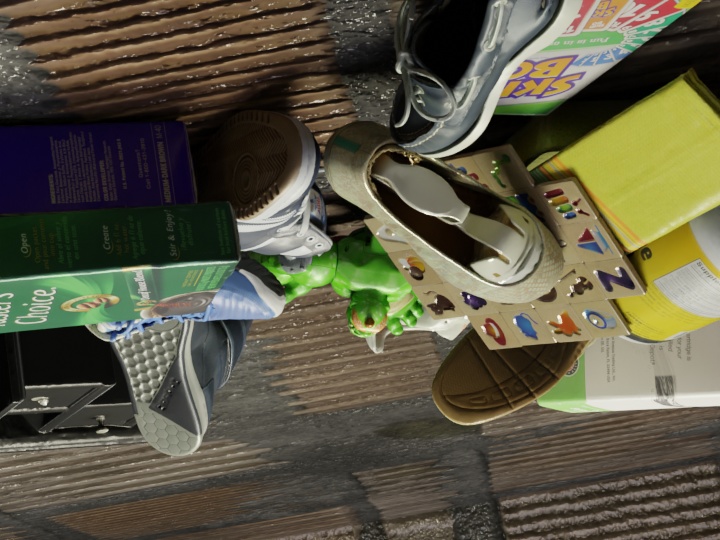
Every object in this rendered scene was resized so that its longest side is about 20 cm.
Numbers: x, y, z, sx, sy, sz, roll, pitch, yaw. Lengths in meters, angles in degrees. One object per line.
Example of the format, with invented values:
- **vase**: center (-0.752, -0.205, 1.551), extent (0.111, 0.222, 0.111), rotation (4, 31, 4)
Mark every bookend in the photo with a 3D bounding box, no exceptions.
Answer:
- **bookend**: center (-0.245, 0.091, 1.535), extent (0.199, 0.092, 0.199), rotation (-1, 163, -31)

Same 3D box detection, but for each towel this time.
- **towel**: center (0.171, -0.057, 1.117), extent (0.086, 0.018, 0.200), rotation (42, 146, -10)

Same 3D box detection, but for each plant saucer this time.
- **plant saucer**: center (0.172, -0.075, 1.271), extent (0.199, 0.048, 0.200), rotation (-3, 163, -21)

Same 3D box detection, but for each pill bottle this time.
- **pill bottle**: center (0.238, -0.028, 1.174), extent (0.112, 0.112, 0.200), rotation (0, 162, -30)

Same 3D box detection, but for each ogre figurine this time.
- **ogre figurine**: center (0.000, 0.000, 1.363), extent (0.200, 0.098, 0.120), rotation (27, 171, -7)

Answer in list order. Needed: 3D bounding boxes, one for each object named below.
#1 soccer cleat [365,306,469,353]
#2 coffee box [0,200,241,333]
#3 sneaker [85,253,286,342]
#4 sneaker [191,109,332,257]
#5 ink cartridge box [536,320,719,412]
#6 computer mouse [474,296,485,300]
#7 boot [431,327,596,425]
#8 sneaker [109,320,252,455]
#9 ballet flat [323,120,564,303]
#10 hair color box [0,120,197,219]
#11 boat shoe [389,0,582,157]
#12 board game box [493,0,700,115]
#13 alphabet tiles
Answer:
- **soccer cleat**: center (0.091, 0.017, 1.497), extent (0.199, 0.078, 0.069), rotation (-15, 164, 17)
- **coffee box**: center (-0.185, 0.002, 1.103), extent (0.199, 0.044, 0.123), rotation (-5, 164, -18)
- **sneaker**: center (-0.153, 0.016, 1.253), extent (0.199, 0.077, 0.076), rotation (9, 158, -1)
- **sneaker**: center (-0.049, -0.054, 1.165), extent (0.108, 0.070, 0.200), rotation (5, 167, -28)
- **ink cartridge box**: center (0.255, 0.042, 1.495), extent (0.199, 0.146, 0.084), rotation (-4, 168, 28)
- **computer mouse**: center (0.111, -0.015, 1.358), extent (0.058, 0.034, 0.200), rotation (-3, -167, 8)
- **boot**: center (0.133, 0.053, 1.393), extent (0.200, 0.073, 0.155), rotation (-42, 176, -9)
- **sneaker**: center (-0.142, 0.024, 1.403), extent (0.077, 0.146, 0.203), rotation (7, 128, 14)
- **ballet flat**: center (0.062, -0.028, 1.112), extent (0.200, 0.068, 0.062), rotation (27, 177, -29)
- **hair color box**: center (-0.214, -0.046, 1.115), extent (0.199, 0.065, 0.109), rotation (-5, 165, -22)
- **boat shoe**: center (0.054, -0.121, 0.980), extent (0.062, 0.075, 0.200), rotation (-4, 163, -25)
- **board game box**: center (0.113, -0.135, 1.061), extent (0.095, 0.030, 0.200), rotation (-1, 165, -27)
- **alphabet tiles**: center (0.096, -0.012, 1.218), extent (0.200, 0.006, 0.167), rotation (-9, 125, 47)
